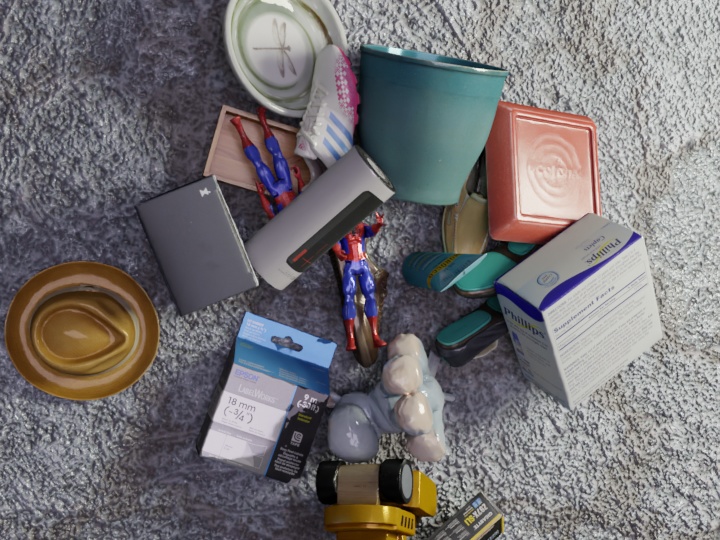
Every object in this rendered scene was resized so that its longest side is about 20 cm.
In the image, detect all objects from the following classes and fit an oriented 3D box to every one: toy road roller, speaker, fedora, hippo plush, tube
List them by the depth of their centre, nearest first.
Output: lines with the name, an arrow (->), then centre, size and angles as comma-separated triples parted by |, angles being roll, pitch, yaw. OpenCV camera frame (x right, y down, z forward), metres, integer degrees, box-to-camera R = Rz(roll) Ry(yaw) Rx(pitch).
speaker -> -0.055, -0.066, 1.272 | 0.200, 0.081, 0.081 | -40, 100, 11
fedora -> -0.362, 0.082, 1.295 | 0.200, 0.082, 0.202 | -1, 93, -12
toy road roller -> 0.020, 0.332, 1.312 | 0.122, 0.200, 0.147 | -5, 69, 19
tube -> 0.106, 0.002, 1.334 | 0.077, 0.200, 0.050 | -44, 100, -9
hippo plush -> 0.024, 0.176, 1.352 | 0.160, 0.200, 0.160 | -16, 109, 15

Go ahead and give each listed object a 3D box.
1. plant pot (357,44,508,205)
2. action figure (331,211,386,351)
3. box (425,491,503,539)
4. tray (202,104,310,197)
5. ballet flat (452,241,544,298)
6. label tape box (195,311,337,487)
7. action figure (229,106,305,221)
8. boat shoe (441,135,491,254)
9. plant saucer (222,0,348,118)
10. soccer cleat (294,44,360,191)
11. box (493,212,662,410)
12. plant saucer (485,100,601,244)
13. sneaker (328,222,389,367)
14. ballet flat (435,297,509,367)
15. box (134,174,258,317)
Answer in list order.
plant pot -> 0.083, -0.192, 1.336 | 0.199, 0.200, 0.189 | 6, 106, -12
action figure -> 0.000, 0.000, 1.304 | 0.065, 0.099, 0.201 | -6, 82, -11
box -> 0.109, 0.398, 1.371 | 0.200, 0.160, 0.049 | -39, 70, -9
tray -> -0.107, -0.148, 1.367 | 0.199, 0.037, 0.099 | 16, 89, -13
ballet flat -> 0.211, -0.006, 1.410 | 0.200, 0.068, 0.069 | -36, 142, -23
label tape box -> -0.124, 0.175, 1.361 | 0.144, 0.063, 0.201 | 20, 88, -13
action figure -> -0.111, -0.118, 1.327 | 0.065, 0.052, 0.201 | -26, 99, -15
boat shoe -> 0.159, -0.096, 1.404 | 0.071, 0.076, 0.201 | 4, 92, -14
plant saucer -> -0.107, -0.299, 1.332 | 0.200, 0.050, 0.201 | 7, 80, -39
soccer cleat -> -0.047, -0.191, 1.298 | 0.086, 0.070, 0.201 | -12, 105, -31
box -> 0.305, 0.055, 1.380 | 0.184, 0.105, 0.200 | -35, 129, -15
plant saucer -> 0.266, -0.137, 1.400 | 0.199, 0.037, 0.201 | 4, 79, -30
sneaker -> 0.010, 0.032, 1.381 | 0.075, 0.070, 0.201 | -13, 95, -12
ballet flat -> 0.195, 0.076, 1.430 | 0.200, 0.073, 0.073 | -32, 98, -15
box -> -0.210, -0.035, 1.264 | 0.104, 0.200, 0.149 | -22, 96, -8
